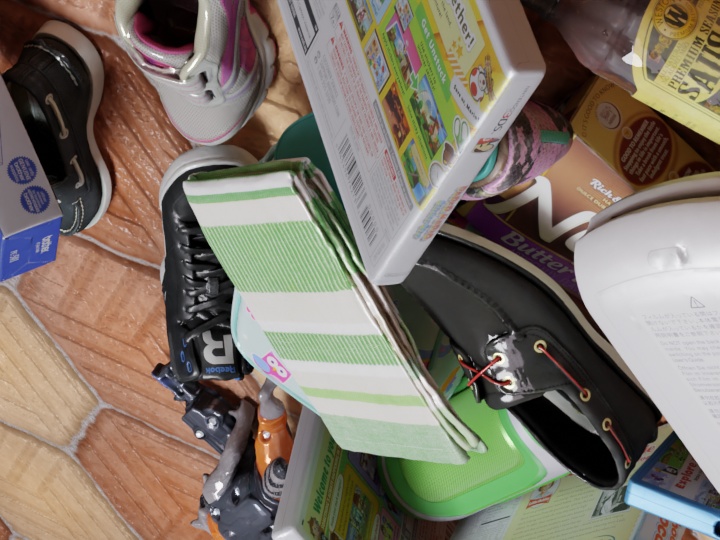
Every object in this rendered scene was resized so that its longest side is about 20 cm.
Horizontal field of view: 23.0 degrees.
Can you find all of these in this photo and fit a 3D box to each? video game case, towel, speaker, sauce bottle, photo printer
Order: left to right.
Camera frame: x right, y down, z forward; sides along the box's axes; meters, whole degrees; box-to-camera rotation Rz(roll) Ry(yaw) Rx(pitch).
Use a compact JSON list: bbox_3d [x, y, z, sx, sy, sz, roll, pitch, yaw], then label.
[{"bbox_3d":[-0.019,0.025,1.015,0.152,0.023,0.201,-1,125,58],"label":"towel"},{"bbox_3d":[0.012,0.173,1.212,0.022,0.201,0.183,-26,116,23],"label":"video game case"},{"bbox_3d":[0.015,-0.124,0.866,0.182,0.023,0.202,123,135,-53],"label":"video game case"},{"bbox_3d":[0.087,0.106,1.151,0.088,0.089,0.200,41,146,-8],"label":"speaker"},{"bbox_3d":[0.147,-0.106,0.834,0.198,0.066,0.066,26,147,-1],"label":"sauce bottle"},{"bbox_3d":[0.207,0.034,0.864,0.166,0.070,0.200,-7,130,49],"label":"photo printer"},{"bbox_3d":[0.262,0.132,0.981,0.198,0.143,0.018,21,115,23],"label":"video game case"}]

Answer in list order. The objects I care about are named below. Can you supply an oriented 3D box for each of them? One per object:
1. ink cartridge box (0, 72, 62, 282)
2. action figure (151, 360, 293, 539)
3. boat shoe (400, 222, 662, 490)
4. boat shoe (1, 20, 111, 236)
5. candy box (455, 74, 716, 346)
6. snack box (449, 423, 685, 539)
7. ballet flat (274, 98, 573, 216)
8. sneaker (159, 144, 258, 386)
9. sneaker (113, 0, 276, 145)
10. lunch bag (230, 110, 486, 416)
[{"bbox_3d":[-0.253,-0.102,1.149,0.202,0.044,0.094,64,161,10],"label":"ink cartridge box"},{"bbox_3d":[-0.088,0.147,1.351,0.199,0.105,0.194,37,139,-2],"label":"action figure"},{"bbox_3d":[0.089,0.047,0.973,0.201,0.063,0.073,41,155,-24],"label":"boat shoe"},{"bbox_3d":[-0.216,-0.085,1.216,0.075,0.060,0.201,27,145,18],"label":"boat shoe"},{"bbox_3d":[0.163,-0.007,0.970,0.200,0.057,0.117,41,146,-10],"label":"candy box"},{"bbox_3d":[0.130,0.171,1.146,0.037,0.117,0.199,45,140,-17],"label":"snack box"},{"bbox_3d":[0.036,-0.059,0.944,0.071,0.070,0.199,4,175,-38],"label":"ballet flat"},{"bbox_3d":[-0.092,0.010,1.164,0.072,0.113,0.200,-5,154,-10],"label":"sneaker"},{"bbox_3d":[-0.103,-0.139,1.020,0.081,0.088,0.201,24,145,17],"label":"sneaker"},{"bbox_3d":[0.000,0.000,1.084,0.160,0.077,0.201,33,134,18],"label":"lunch bag"}]
